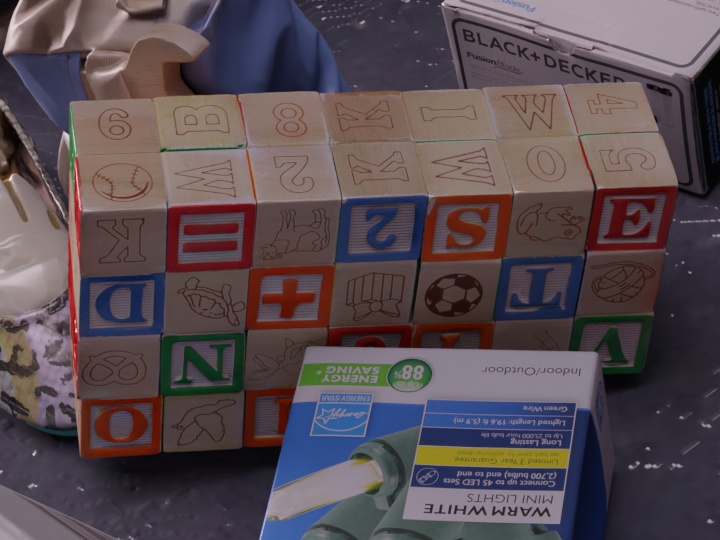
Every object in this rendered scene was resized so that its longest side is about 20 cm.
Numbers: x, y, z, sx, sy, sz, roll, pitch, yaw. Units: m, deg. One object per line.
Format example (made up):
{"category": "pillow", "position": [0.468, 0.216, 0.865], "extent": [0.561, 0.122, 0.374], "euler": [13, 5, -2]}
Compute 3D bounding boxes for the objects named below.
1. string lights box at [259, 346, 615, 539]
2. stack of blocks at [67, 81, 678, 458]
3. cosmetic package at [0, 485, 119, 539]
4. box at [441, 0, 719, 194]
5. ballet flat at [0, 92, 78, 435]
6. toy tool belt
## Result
{"category": "string lights box", "position": [0.018, 0.116, 0.787], "extent": [0.103, 0.059, 0.200], "euler": [0, 45, 13]}
{"category": "stack of blocks", "position": [0.000, 0.000, 0.871], "extent": [0.200, 0.115, 0.059], "euler": [-3, 42, -9]}
{"category": "cosmetic package", "position": [-0.076, 0.178, 0.618], "extent": [0.166, 0.167, 0.200], "euler": [29, 87, 36]}
{"category": "box", "position": [0.136, -0.127, 1.012], "extent": [0.117, 0.060, 0.200], "euler": [20, 52, 31]}
{"category": "ballet flat", "position": [-0.145, -0.018, 0.965], "extent": [0.072, 0.072, 0.200], "euler": [-24, 44, -11]}
{"category": "toy tool belt", "position": [-0.058, -0.077, 0.915], "extent": [0.123, 0.200, 0.125], "euler": [16, 72, 28]}
